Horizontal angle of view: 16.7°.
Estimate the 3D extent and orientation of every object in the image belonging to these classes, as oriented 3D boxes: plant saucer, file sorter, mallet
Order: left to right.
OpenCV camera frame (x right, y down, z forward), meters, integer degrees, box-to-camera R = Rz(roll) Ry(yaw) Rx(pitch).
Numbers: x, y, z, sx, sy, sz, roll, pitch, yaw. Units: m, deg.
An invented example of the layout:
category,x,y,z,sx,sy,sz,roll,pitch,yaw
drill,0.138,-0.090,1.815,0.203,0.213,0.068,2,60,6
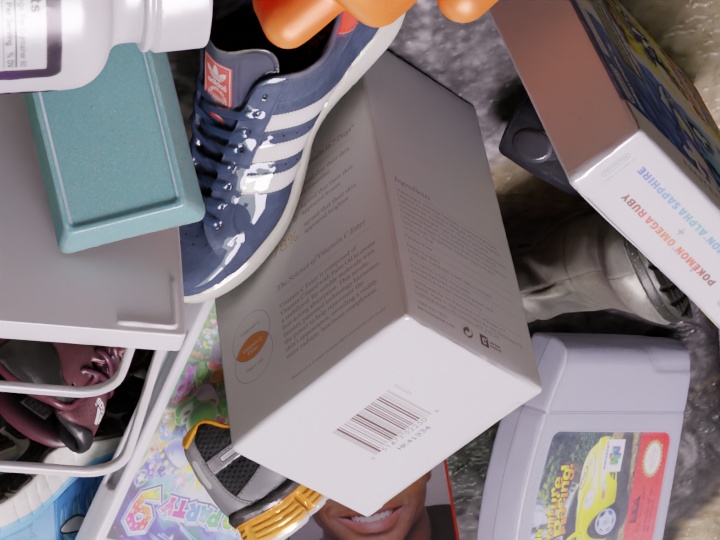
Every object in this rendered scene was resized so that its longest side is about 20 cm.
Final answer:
category,x,y,z,sx,sy,sz,roll,pitch,yaw
file sorter,-0.171,-0.016,1.201,0.138,0.200,0.125,5,140,-15
plant saucer,-0.128,-0.113,1.121,0.070,0.201,0.019,-14,175,1
mallet,0.087,-0.067,1.218,0.041,0.066,0.200,-62,166,7

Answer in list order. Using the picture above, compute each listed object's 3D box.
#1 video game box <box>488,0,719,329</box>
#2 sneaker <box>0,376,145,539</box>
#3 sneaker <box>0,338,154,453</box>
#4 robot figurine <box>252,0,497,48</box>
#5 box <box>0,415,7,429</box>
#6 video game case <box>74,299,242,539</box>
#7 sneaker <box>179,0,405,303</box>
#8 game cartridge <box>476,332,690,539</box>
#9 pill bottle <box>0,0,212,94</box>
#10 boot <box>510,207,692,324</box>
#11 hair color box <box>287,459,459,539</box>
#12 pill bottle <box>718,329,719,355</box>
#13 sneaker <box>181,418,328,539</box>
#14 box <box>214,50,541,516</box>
category,x,y,z,sx,sy,sz,roll,pitch,yaw
video game box,0.136,-0.068,1.192,0.047,0.200,0.182,-35,132,14
sneaker,-0.170,0.122,1.359,0.200,0.078,0.090,-27,131,-40
sneaker,-0.128,0.054,1.340,0.199,0.116,0.076,3,136,-12
robot figurine,0.017,-0.188,1.087,0.200,0.144,0.117,-44,161,7
box,-0.219,0.152,1.459,0.141,0.079,0.200,-32,133,18
video game case,-0.071,0.091,1.354,0.143,0.018,0.200,23,93,-49
sneaker,-0.059,-0.078,1.192,0.084,0.075,0.200,17,104,-60
game cartridge,0.126,0.136,1.427,0.133,0.041,0.201,3,99,-40
pill bottle,-0.168,-0.130,1.052,0.199,0.112,0.112,-5,138,-12
boot,0.103,0.009,1.296,0.130,0.200,0.068,-20,94,6
hair color box,0.009,0.166,1.422,0.101,0.200,0.061,-9,138,0
pill bottle,0.264,0.055,1.412,0.112,0.112,0.200,-10,138,1
sneaker,-0.019,0.062,1.326,0.077,0.200,0.078,44,141,-3
box,0.000,0.000,1.241,0.097,0.200,0.124,29,126,-36
